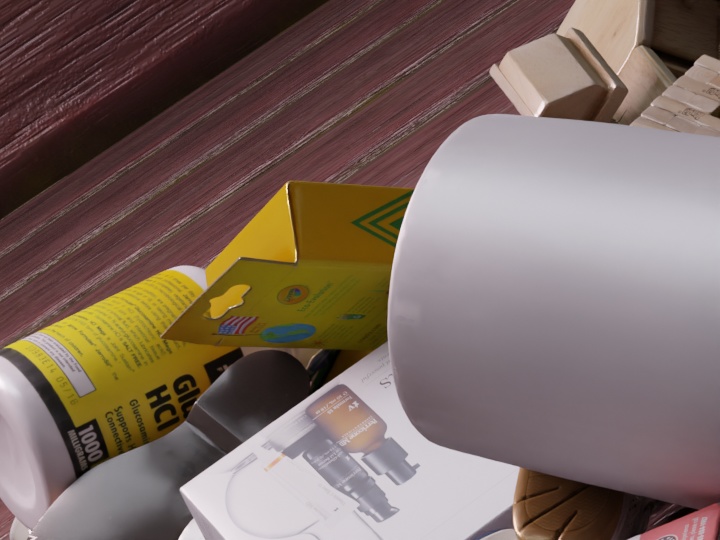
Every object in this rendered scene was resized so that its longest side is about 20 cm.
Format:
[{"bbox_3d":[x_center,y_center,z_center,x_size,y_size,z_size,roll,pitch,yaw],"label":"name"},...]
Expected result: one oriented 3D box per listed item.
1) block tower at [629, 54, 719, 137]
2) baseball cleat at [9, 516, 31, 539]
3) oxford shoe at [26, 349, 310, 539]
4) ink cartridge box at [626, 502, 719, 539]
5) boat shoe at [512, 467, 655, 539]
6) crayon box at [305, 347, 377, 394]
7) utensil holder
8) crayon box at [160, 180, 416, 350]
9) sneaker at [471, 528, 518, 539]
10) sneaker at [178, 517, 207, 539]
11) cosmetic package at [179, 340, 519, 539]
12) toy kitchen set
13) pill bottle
[{"bbox_3d":[0.147,-0.033,1.454,0.058,0.054,0.200,25,53,37],"label":"block tower"},{"bbox_3d":[-0.157,0.178,1.609,0.200,0.106,0.070,-154,87,-82],"label":"baseball cleat"},{"bbox_3d":[-0.103,0.131,1.540,0.200,0.071,0.071,-36,-29,-15],"label":"oxford shoe"},{"bbox_3d":[0.072,0.184,1.140,0.199,0.068,0.117,-25,14,21],"label":"ink cartridge box"},{"bbox_3d":[0.116,0.084,1.333,0.070,0.070,0.200,-2,41,22],"label":"boat shoe"},{"bbox_3d":[0.032,0.045,1.669,0.200,0.052,0.126,-41,-12,-36],"label":"crayon box"},{"bbox_3d":[0.135,0.021,1.215,0.199,0.171,0.170,9,35,31],"label":"utensil holder"},{"bbox_3d":[0.000,0.000,1.516,0.199,0.051,0.127,3,-23,-26],"label":"crayon box"},{"bbox_3d":[-0.010,0.173,1.297,0.200,0.075,0.085,-34,44,-9],"label":"sneaker"},{"bbox_3d":[-0.014,0.143,1.531,0.082,0.074,0.200,23,38,31],"label":"sneaker"},{"bbox_3d":[0.028,0.109,1.419,0.200,0.052,0.151,-35,44,-13],"label":"cosmetic package"},{"bbox_3d":[0.190,-0.155,1.610,0.181,0.163,0.200,-59,36,23],"label":"toy kitchen set"},{"bbox_3d":[-0.124,0.066,1.609,0.199,0.113,0.112,-27,10,-25],"label":"pill bottle"}]
